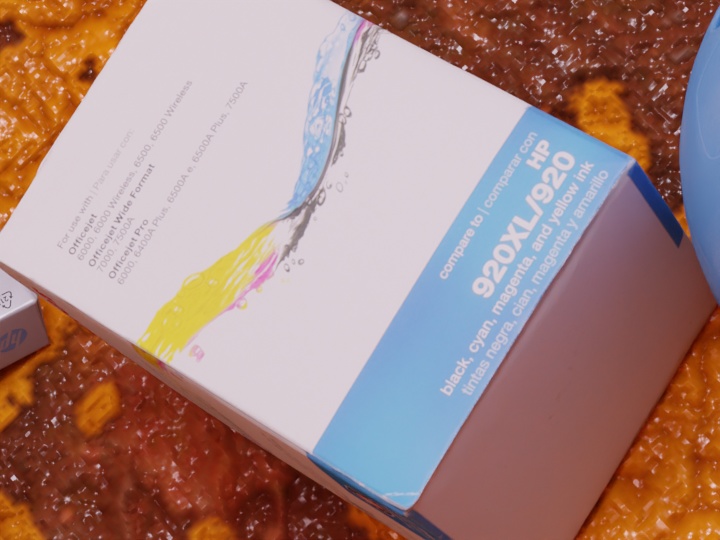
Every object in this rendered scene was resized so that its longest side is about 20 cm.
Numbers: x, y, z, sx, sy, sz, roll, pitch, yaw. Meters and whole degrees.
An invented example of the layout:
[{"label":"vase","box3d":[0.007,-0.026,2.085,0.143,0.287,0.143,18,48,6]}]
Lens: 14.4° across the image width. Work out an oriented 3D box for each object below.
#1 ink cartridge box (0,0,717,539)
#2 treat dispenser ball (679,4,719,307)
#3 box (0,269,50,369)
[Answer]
[{"label":"ink cartridge box","box3d":[0.000,0.000,1.038,0.199,0.147,0.145,30,84,27]},{"label":"treat dispenser ball","box3d":[0.206,-0.038,0.941,0.200,0.201,0.202,-7,69,19]},{"label":"box","box3d":[-0.240,-0.018,1.173,0.155,0.041,0.200,-28,61,-12]}]
